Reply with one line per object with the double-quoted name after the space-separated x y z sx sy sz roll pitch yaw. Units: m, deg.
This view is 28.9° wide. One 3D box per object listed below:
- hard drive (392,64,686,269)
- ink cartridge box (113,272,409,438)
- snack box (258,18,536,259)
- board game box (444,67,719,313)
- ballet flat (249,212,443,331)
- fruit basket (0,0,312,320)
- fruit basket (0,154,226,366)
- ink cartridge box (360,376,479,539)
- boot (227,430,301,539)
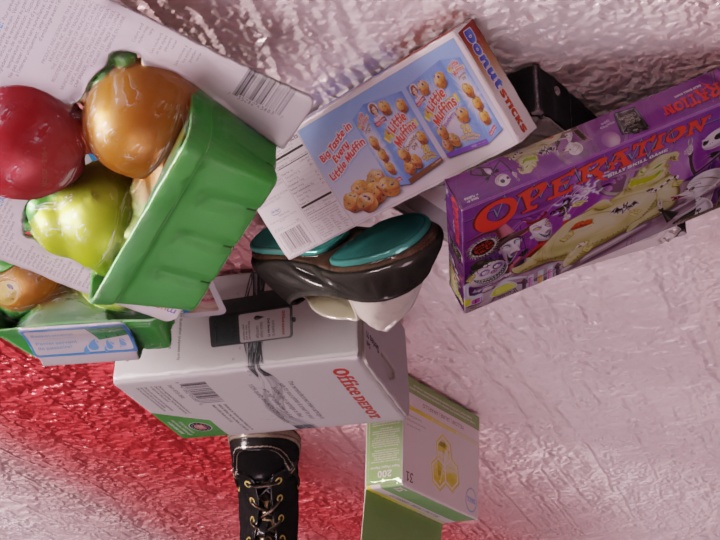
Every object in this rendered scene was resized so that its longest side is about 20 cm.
0.106 -0.053 0.899 0.139 0.038 0.200 -17 151 32 "hard drive"
-0.072 0.066 1.095 0.198 0.084 0.147 -6 154 14 "ink cartridge box"
0.007 -0.072 0.822 0.199 0.072 0.024 -25 -170 42 "snack box"
0.145 -0.049 0.819 0.199 0.032 0.120 -22 146 -7 "board game box"
0.000 0.000 0.915 0.199 0.068 0.069 5 128 58 "ballet flat"
-0.154 -0.070 0.771 0.199 0.094 0.186 25 123 -16 "fruit basket"
-0.199 -0.014 0.918 0.183 0.094 0.200 -4 151 8 "fruit basket"
0.055 0.212 1.269 0.048 0.202 0.145 -13 152 30 "ink cartridge box"
-0.096 0.247 1.402 0.072 0.152 0.200 0 155 -1 "boot"
